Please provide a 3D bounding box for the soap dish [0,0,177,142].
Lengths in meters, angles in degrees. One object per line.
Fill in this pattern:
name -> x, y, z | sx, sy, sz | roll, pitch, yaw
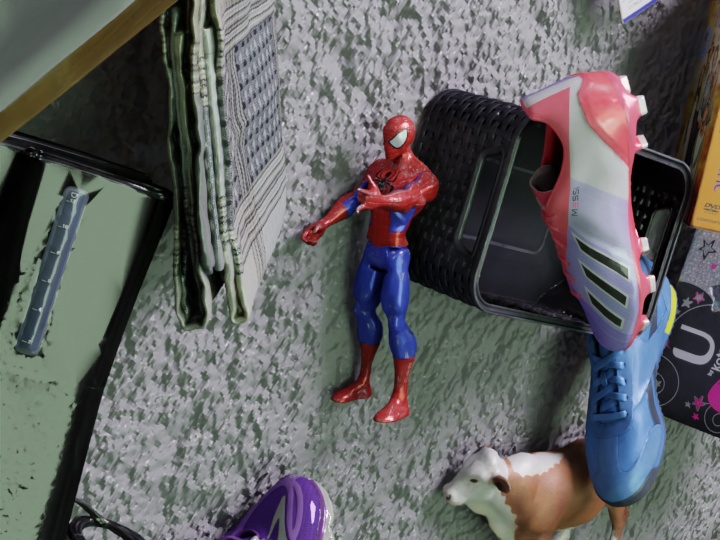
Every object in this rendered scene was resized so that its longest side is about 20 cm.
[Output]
soap dish -> -0.157, -0.176, 0.558 | 0.201, 0.157, 0.081 | 59, 34, -4

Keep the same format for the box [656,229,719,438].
box -> 0.325, 0.037, 1.087 | 0.132, 0.114, 0.202 | 10, 98, -60

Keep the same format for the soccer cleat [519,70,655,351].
soccer cleat -> 0.146, -0.033, 0.849 | 0.076, 0.067, 0.202 | -10, 122, -4

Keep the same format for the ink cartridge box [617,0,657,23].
ink cartridge box -> 0.189, -0.288, 0.928 | 0.094, 0.037, 0.201 | -35, 122, -27

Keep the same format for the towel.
towel -> -0.066, -0.085, 0.703 | 0.200, 0.034, 0.195 | -69, 160, -69

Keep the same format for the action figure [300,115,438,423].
action figure -> 0.000, 0.000, 0.847 | 0.098, 0.065, 0.202 | -8, 110, -48

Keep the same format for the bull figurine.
bull figurine -> 0.149, 0.187, 1.043 | 0.199, 0.065, 0.123 | -8, 113, -36

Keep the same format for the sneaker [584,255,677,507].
sneaker -> 0.197, 0.079, 1.016 | 0.078, 0.066, 0.202 | 35, 58, -42

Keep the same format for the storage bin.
storage bin -> 0.130, -0.037, 0.928 | 0.199, 0.093, 0.137 | 12, 98, -41

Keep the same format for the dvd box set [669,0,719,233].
dvd box set -> 0.276, -0.137, 0.997 | 0.029, 0.146, 0.202 | 12, 101, 3

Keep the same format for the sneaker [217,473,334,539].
sneaker -> -0.097, 0.204, 0.833 | 0.200, 0.080, 0.084 | -45, 123, -18

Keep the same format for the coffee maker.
coffee maker -> -0.170, 0.035, 0.677 | 0.191, 0.134, 0.202 | 18, 92, -47
